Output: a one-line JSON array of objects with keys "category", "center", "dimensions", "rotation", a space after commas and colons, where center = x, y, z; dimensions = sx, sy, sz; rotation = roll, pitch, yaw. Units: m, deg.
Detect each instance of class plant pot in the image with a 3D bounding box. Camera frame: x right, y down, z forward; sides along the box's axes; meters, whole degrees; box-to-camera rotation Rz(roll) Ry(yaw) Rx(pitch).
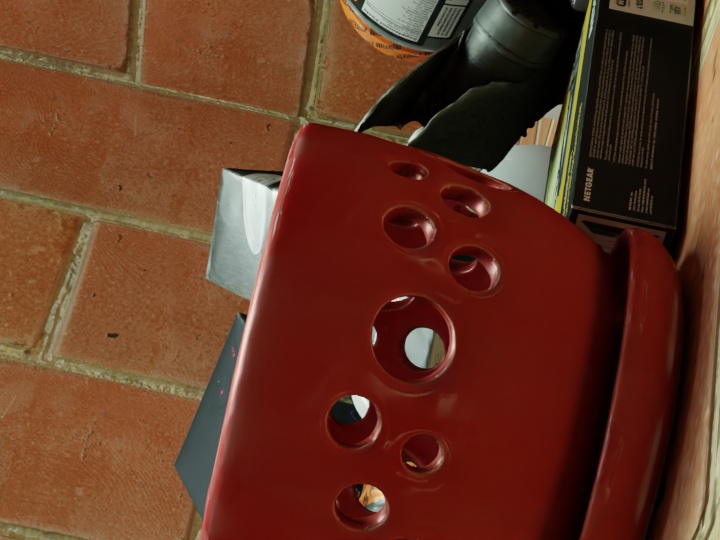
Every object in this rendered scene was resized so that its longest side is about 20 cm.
[{"category": "plant pot", "center": [0.037, 0.051, 0.918], "dimensions": [0.200, 0.181, 0.202], "rotation": [11, -90, -89]}]

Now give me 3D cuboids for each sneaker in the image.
[{"category": "sneaker", "center": [0.078, -0.100, 1.181], "dimensions": [0.104, 0.060, 0.200], "rotation": [-53, -20, 16]}]

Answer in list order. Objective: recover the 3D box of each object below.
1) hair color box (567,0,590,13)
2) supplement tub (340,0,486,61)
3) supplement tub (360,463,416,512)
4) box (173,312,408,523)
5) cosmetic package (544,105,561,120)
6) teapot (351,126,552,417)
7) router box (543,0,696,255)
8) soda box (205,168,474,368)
[{"category": "hair color box", "center": [0.154, -0.198, 1.218], "dimensions": [0.200, 0.060, 0.100], "rotation": [-79, 1, -78]}, {"category": "supplement tub", "center": [0.052, -0.201, 1.192], "dimensions": [0.200, 0.122, 0.123], "rotation": [123, 161, -68]}, {"category": "supplement tub", "center": [0.030, 0.203, 1.030], "dimensions": [0.123, 0.122, 0.201], "rotation": [100, -178, -67]}, {"category": "box", "center": [-0.028, 0.132, 1.357], "dimensions": [0.123, 0.105, 0.200], "rotation": [-66, 29, 16]}, {"category": "cosmetic package", "center": [0.151, -0.206, 1.391], "dimensions": [0.102, 0.071, 0.201], "rotation": [102, 180, -74]}, {"category": "teapot", "center": [0.068, 0.012, 1.296], "dimensions": [0.200, 0.145, 0.199], "rotation": [116, 165, -89]}, {"category": "router box", "center": [0.124, -0.045, 1.077], "dimensions": [0.158, 0.052, 0.201], "rotation": [100, -178, -48]}, {"category": "soda box", "center": [0.000, 0.000, 1.160], "dimensions": [0.199, 0.063, 0.071], "rotation": [23, 107, 47]}]
